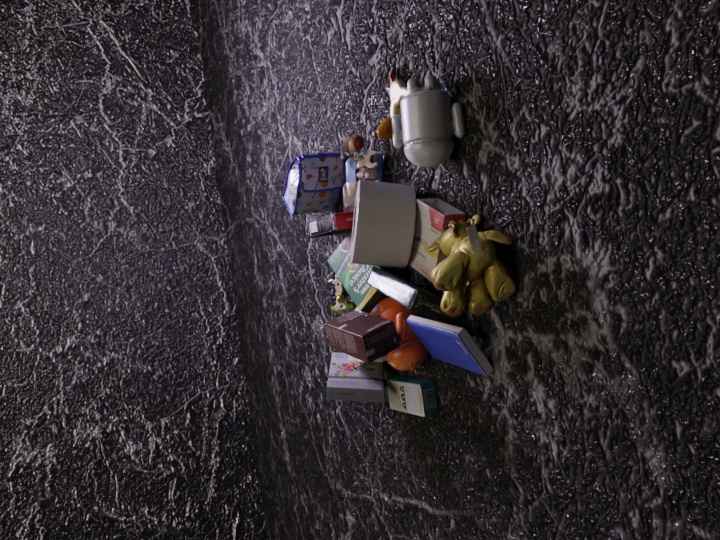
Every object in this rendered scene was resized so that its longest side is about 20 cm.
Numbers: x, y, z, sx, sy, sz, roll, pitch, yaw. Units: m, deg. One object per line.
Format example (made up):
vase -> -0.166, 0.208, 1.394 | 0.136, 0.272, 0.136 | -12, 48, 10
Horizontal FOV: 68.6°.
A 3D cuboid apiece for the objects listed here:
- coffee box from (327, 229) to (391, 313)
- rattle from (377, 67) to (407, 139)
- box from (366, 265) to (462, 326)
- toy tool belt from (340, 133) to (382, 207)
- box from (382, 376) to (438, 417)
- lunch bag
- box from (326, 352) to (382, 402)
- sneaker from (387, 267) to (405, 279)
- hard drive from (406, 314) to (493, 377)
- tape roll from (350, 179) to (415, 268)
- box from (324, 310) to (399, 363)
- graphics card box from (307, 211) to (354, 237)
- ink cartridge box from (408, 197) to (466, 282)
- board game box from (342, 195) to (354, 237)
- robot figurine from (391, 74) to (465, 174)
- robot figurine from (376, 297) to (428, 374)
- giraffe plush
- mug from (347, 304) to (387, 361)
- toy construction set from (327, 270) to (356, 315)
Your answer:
coffee box -> 0.000, 0.000, 1.404 | 0.123, 0.044, 0.201 | -49, 53, 19
rattle -> 0.064, -0.402, 1.282 | 0.131, 0.140, 0.203 | 105, 143, -70
box -> 0.125, 0.060, 1.243 | 0.199, 0.156, 0.052 | 29, 95, 56
toy tool belt -> 0.025, -0.267, 1.438 | 0.121, 0.124, 0.205 | 7, 109, 30
box -> 0.131, 0.335, 1.419 | 0.199, 0.048, 0.084 | -13, 84, 63
lunch bag -> -0.144, -0.281, 1.679 | 0.125, 0.167, 0.202 | 59, 144, 32
box -> -0.013, 0.300, 1.497 | 0.200, 0.152, 0.042 | -83, -4, -73
sneaker -> 0.067, -0.035, 1.430 | 0.202, 0.069, 0.099 | 59, 146, 40
hard drive -> 0.198, 0.168, 1.198 | 0.133, 0.025, 0.199 | 52, 161, -20
tape roll -> 0.051, -0.113, 1.290 | 0.203, 0.136, 0.208 | -174, 90, -86
box -> -0.001, 0.161, 1.317 | 0.199, 0.099, 0.077 | 10, 117, 58
graphics card box -> -0.060, -0.133, 1.521 | 0.199, 0.123, 0.052 | -8, 92, 63
ink cartridge box -> 0.170, -0.053, 1.227 | 0.116, 0.066, 0.204 | 41, 132, 52
board game box -> -0.005, -0.129, 1.589 | 0.135, 0.034, 0.205 | 7, 102, 62
robot figurine -> 0.147, -0.317, 1.158 | 0.166, 0.112, 0.205 | -2, 95, 29
robot figurine -> 0.106, 0.166, 1.354 | 0.144, 0.115, 0.204 | -46, 56, 49
giraffe plush -> 0.212, -0.030, 1.082 | 0.163, 0.168, 0.204 | -106, 11, -63
mug -> 0.025, 0.178, 1.498 | 0.185, 0.147, 0.157 | -15, 76, 56
toy construction set -> -0.055, 0.069, 1.681 | 0.132, 0.091, 0.203 | 55, -166, -54
